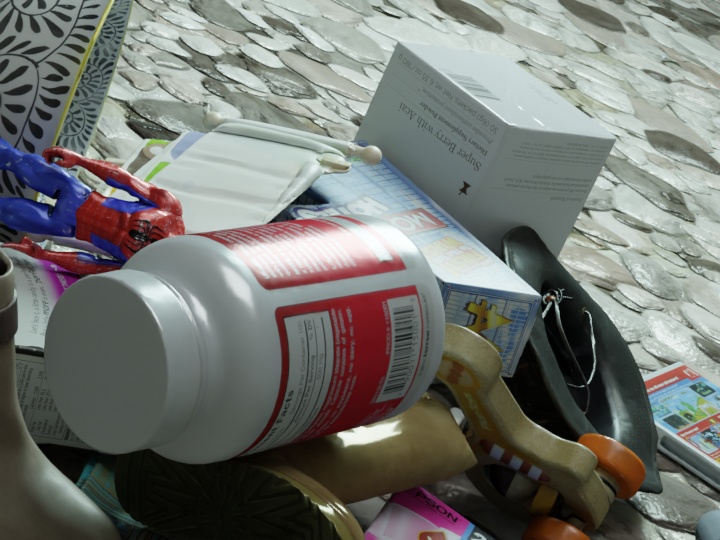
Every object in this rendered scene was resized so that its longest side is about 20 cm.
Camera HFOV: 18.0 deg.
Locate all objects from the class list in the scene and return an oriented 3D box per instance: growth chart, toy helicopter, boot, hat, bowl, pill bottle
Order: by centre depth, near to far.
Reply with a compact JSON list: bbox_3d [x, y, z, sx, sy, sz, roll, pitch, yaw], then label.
[{"bbox_3d":[-0.193,0.056,1.106,0.199,0.147,0.070,22,32,-1],"label":"boot"},{"bbox_3d":[-0.057,0.034,1.134,0.112,0.113,0.199,38,27,30],"label":"pill bottle"},{"bbox_3d":[-0.006,0.110,1.210,0.175,0.067,0.199,26,23,37],"label":"boot"},{"bbox_3d":[0.078,0.093,1.346,0.132,0.079,0.200,17,-28,36],"label":"toy helicopter"},{"bbox_3d":[-0.097,-0.050,1.374,0.144,0.018,0.200,16,33,26],"label":"growth chart"},{"bbox_3d":[-0.217,-0.108,1.415,0.094,0.202,0.201,19,21,-2],"label":"bowl"},{"bbox_3d":[0.120,0.075,1.486,0.201,0.081,0.201,51,21,-27],"label":"hat"}]

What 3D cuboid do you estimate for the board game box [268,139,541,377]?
[{"bbox_3d":[0.000,0.000,1.398,0.199,0.062,0.199,34,29,31],"label":"board game box"}]

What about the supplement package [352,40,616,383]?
[{"bbox_3d":[0.060,-0.036,1.549,0.119,0.201,0.121,1,30,-47],"label":"supplement package"}]

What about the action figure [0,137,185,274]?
[{"bbox_3d":[-0.171,-0.037,1.282,0.199,0.066,0.052,20,-2,8],"label":"action figure"}]

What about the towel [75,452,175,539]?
[{"bbox_3d":[-0.081,0.125,1.256,0.146,0.022,0.200,24,21,-2],"label":"towel"}]

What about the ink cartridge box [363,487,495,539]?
[{"bbox_3d":[0.042,0.171,1.256,0.094,0.037,0.200,35,19,4],"label":"ink cartridge box"}]

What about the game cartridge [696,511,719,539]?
[{"bbox_3d":[0.311,0.180,1.404,0.199,0.042,0.133,5,-2,4],"label":"game cartridge"}]

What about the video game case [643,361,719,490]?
[{"bbox_3d":[0.284,0.136,1.653,0.200,0.018,0.143,34,23,22],"label":"video game case"}]

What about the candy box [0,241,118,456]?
[{"bbox_3d":[-0.197,0.037,1.248,0.199,0.061,0.137,11,22,-20],"label":"candy box"}]
